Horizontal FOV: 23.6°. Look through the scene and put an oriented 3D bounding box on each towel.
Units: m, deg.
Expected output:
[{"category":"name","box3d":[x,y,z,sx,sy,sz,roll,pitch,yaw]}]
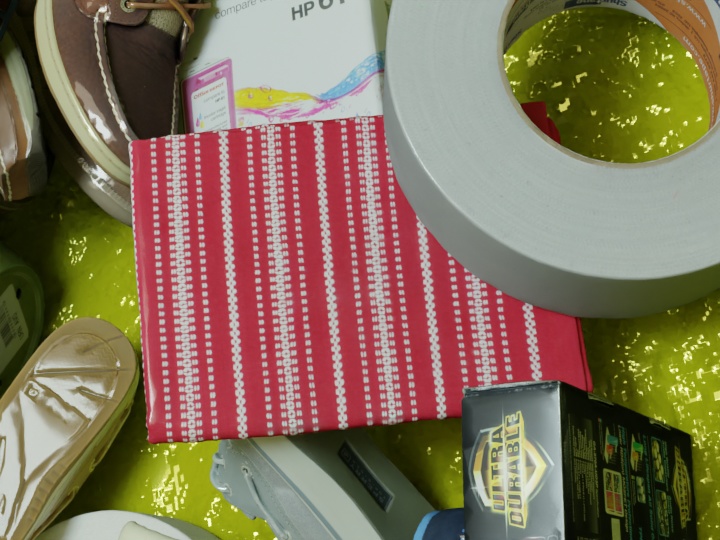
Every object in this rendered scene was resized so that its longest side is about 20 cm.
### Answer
[{"category":"towel","box3d":[0.000,0.000,0.771,0.199,0.022,0.145,-5,72,-3]}]

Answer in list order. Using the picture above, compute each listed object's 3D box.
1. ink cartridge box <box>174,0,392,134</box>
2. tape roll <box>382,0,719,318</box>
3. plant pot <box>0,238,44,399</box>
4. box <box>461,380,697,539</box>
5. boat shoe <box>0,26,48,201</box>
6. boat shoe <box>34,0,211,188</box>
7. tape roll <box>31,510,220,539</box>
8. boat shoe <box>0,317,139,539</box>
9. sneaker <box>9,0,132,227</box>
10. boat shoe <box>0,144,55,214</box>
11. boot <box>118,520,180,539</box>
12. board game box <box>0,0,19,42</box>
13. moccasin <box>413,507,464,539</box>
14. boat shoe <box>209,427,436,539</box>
[{"category":"ink cartridge box","box3d":[-0.033,-0.074,0.880,0.144,0.085,0.201,-16,69,27]},{"category":"tape roll","box3d":[0.109,-0.083,0.753,0.199,0.066,0.201,0,73,-1]},{"category":"plant pot","box3d":[-0.286,0.008,0.971,0.199,0.187,0.188,19,88,19]},{"category":"box","box3d":[0.096,0.155,0.702,0.046,0.159,0.201,-9,74,28]},{"category":"boat shoe","box3d":[-0.228,-0.114,0.930,0.074,0.076,0.200,-20,58,-19]},{"category":"boat shoe","box3d":[-0.114,-0.138,0.856,0.072,0.072,0.201,-26,59,27]},{"category":"tape roll","box3d":[-0.124,0.226,0.889,0.202,0.037,0.204,-8,75,29]},{"category":"boat shoe","box3d":[-0.187,0.115,0.916,0.074,0.069,0.200,42,82,14]},{"category":"sneaker","box3d":[-0.145,-0.114,0.965,0.075,0.070,0.200,-39,62,16]},{"category":"boat shoe","box3d":[-0.230,-0.112,1.022,0.068,0.072,0.201,-28,56,27]},{"category":"boot","box3d":[-0.038,0.185,0.797,0.199,0.075,0.108,19,75,2]},{"category":"board game box","box3d":[-0.263,-0.100,0.879,0.135,0.035,0.201,21,85,19]},{"category":"moccasin","box3d":[0.071,0.203,0.762,0.068,0.080,0.201,-12,86,35]},{"category":"boat shoe","box3d":[-0.035,0.094,0.811,0.071,0.070,0.201,-36,95,29]}]
